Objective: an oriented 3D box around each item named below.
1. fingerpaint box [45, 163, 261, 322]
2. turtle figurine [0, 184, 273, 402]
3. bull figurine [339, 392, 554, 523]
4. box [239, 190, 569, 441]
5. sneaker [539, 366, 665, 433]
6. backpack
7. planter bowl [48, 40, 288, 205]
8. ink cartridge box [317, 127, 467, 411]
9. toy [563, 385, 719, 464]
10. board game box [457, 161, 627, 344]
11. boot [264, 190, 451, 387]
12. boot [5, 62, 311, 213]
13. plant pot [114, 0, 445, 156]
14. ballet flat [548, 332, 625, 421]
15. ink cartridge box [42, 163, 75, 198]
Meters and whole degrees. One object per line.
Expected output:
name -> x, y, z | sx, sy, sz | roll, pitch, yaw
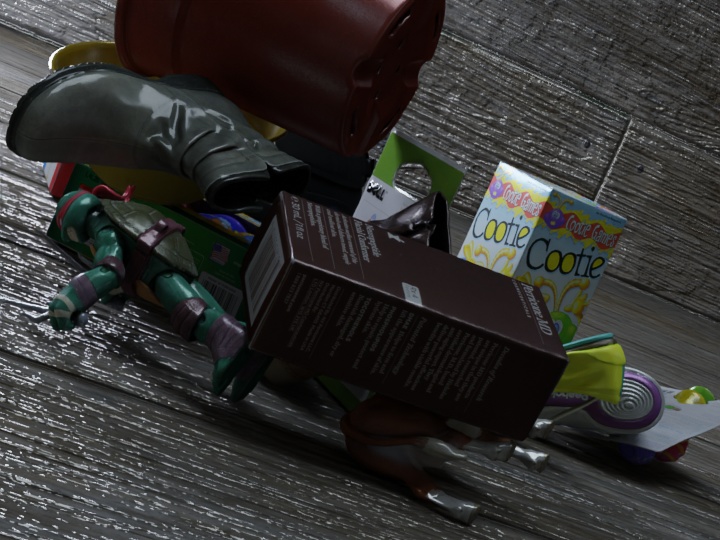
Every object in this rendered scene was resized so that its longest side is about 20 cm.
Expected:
fingerpaint box -> -0.134, -0.017, 1.468 | 0.199, 0.074, 0.167 | 27, 8, 20
turtle figurine -> -0.151, 0.008, 1.158 | 0.200, 0.101, 0.150 | 34, 15, 13
bull figurine -> 0.065, 0.101, 1.195 | 0.121, 0.065, 0.200 | 27, 28, 22
box -> 0.027, 0.030, 1.128 | 0.199, 0.075, 0.100 | 21, 24, -19
sneaker -> 0.168, 0.111, 1.558 | 0.199, 0.075, 0.100 | 15, -8, 4
backpack -> -0.093, -0.086, 1.708 | 0.150, 0.179, 0.200 | 5, -4, 28
planter bowl -> -0.163, -0.109, 1.406 | 0.199, 0.084, 0.201 | 16, 24, -7
ink cartridge box -> 0.040, 0.008, 1.343 | 0.075, 0.201, 0.148 | 21, 8, -26
toy -> 0.277, 0.152, 1.641 | 0.115, 0.048, 0.200 | 12, 17, 36
board game box -> 0.162, 0.011, 1.734 | 0.104, 0.201, 0.103 | 19, 8, -31
boot -> 0.002, -0.011, 1.294 | 0.072, 0.166, 0.201 | 42, 29, -29
boot -> -0.134, -0.086, 1.210 | 0.199, 0.068, 0.131 | -9, 39, -45
plant pot -> -0.053, -0.195, 1.339 | 0.195, 0.202, 0.201 | 31, 9, 16
ballet flat -> 0.127, 0.099, 1.452 | 0.199, 0.067, 0.067 | -10, 0, 25
ink cartridge box -> -0.243, -0.095, 1.702 | 0.116, 0.068, 0.200 | 22, 7, -16
